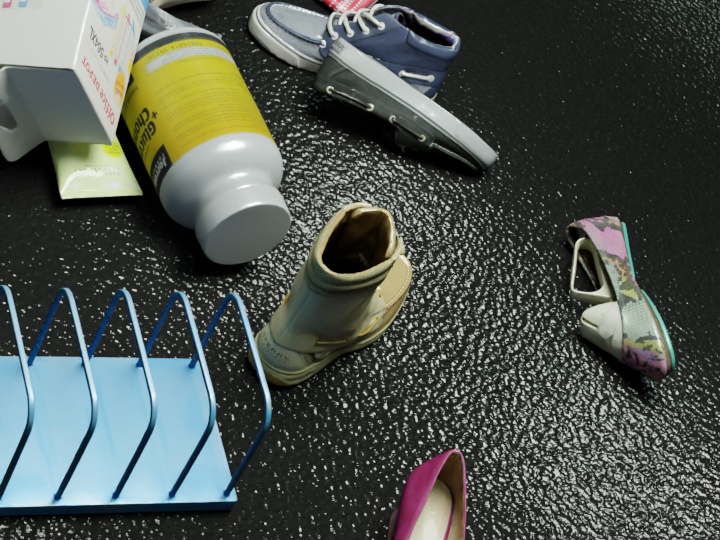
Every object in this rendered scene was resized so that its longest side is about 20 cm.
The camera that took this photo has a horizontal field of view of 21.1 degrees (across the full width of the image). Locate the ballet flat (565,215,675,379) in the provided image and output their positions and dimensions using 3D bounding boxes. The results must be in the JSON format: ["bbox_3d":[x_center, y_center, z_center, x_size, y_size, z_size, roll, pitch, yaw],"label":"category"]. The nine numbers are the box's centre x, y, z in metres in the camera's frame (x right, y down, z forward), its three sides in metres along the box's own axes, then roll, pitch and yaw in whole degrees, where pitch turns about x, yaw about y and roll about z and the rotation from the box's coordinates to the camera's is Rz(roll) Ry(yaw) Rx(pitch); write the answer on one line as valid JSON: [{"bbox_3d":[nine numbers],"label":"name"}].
[{"bbox_3d":[0.233,0.027,1.803,0.071,0.069,0.200,-5,47,-9],"label":"ballet flat"}]

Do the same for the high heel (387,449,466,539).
[{"bbox_3d":[0.057,0.236,1.478,0.067,0.096,0.200,19,44,-12],"label":"high heel"}]

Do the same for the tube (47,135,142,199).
[{"bbox_3d":[-0.254,-0.145,1.698,0.058,0.052,0.200,-24,63,4],"label":"tube"}]

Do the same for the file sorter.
[{"bbox_3d":[-0.184,0.093,1.459,0.200,0.123,0.139,2,50,-28],"label":"file sorter"}]

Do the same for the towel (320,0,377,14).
[{"bbox_3d":[-0.038,-0.363,1.988,0.200,0.022,0.145,43,66,1],"label":"towel"}]

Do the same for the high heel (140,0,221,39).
[{"bbox_3d":[-0.191,-0.300,1.855,0.142,0.071,0.200,22,52,-19],"label":"high heel"}]

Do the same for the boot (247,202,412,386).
[{"bbox_3d":[0.000,0.000,1.622,0.073,0.156,0.200,44,44,14],"label":"boot"}]

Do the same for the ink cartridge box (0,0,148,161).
[{"bbox_3d":[-0.266,-0.202,1.627,0.125,0.129,0.200,4,65,12],"label":"ink cartridge box"}]

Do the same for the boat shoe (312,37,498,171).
[{"bbox_3d":[0.042,-0.148,1.856,0.200,0.057,0.069,34,6,-19],"label":"boat shoe"}]

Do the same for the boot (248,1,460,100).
[{"bbox_3d":[-0.004,-0.234,1.886,0.200,0.090,0.073,22,43,-10],"label":"boot"}]

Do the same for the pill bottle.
[{"bbox_3d":[-0.134,-0.107,1.680,0.112,0.112,0.200,-5,53,-32],"label":"pill bottle"}]
